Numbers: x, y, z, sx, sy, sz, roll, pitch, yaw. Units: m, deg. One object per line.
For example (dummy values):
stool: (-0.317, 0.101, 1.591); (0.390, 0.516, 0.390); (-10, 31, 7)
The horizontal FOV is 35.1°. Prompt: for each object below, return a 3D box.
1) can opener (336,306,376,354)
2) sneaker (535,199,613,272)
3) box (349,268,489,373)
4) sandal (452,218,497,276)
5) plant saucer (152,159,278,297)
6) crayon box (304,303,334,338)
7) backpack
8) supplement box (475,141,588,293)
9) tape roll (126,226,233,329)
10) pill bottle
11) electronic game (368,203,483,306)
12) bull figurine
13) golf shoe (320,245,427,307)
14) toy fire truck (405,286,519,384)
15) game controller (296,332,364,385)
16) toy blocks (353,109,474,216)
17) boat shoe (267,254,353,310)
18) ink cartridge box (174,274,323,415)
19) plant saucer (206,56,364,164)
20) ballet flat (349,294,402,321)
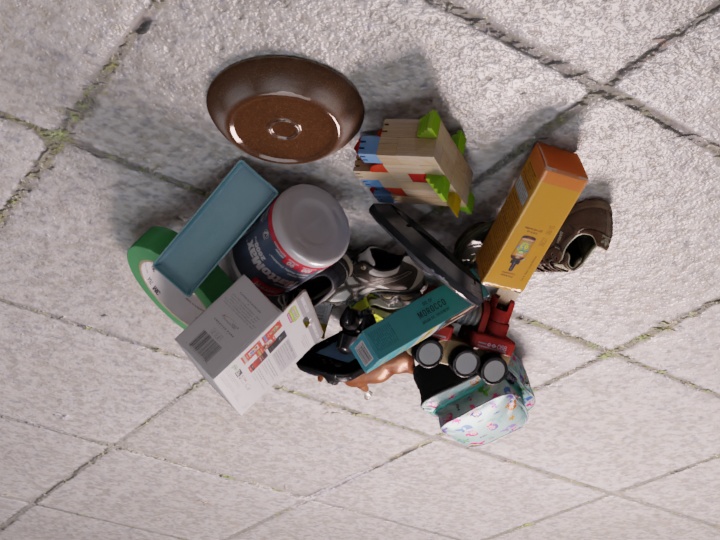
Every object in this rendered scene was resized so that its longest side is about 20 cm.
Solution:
can opener: (0.000, 0.084, 1.713); (0.063, 0.079, 0.200); (9, 170, -3)
sneaker: (0.276, -0.029, 1.617); (0.070, 0.076, 0.200); (21, 144, -26)
box: (0.085, 0.072, 1.643); (0.200, 0.049, 0.082); (-29, 170, -21)
sandal: (0.168, -0.038, 1.639); (0.080, 0.058, 0.201); (6, 161, -14)
plant saucer: (-0.198, -0.057, 1.559); (0.070, 0.019, 0.200); (41, 104, -3)
crayon box: (-0.146, 0.049, 1.816); (0.199, 0.051, 0.127); (7, 149, -7)
backpack: (0.207, 0.213, 1.963); (0.177, 0.151, 0.200); (-28, 148, 16)
supplement box: (0.222, -0.066, 1.505); (0.066, 0.069, 0.200); (14, 124, -18)
tape roll: (-0.257, 0.025, 1.689); (0.200, 0.048, 0.201); (33, 152, 20)
pill bottle: (-0.115, -0.031, 1.607); (0.119, 0.120, 0.200); (21, 150, -27)
electronic game: (0.090, -0.022, 1.544); (0.042, 0.200, 0.200); (-49, 132, 7)
bull figurine: (0.019, 0.172, 1.994); (0.199, 0.065, 0.121); (-14, 148, 28)
golf shoe: (0.000, 0.000, 1.716); (0.199, 0.078, 0.095); (-1, 126, 14)
toy fire truck: (0.174, 0.062, 1.771); (0.176, 0.201, 0.129); (16, -171, -18)
game controller: (-0.020, 0.133, 1.838); (0.104, 0.200, 0.042); (24, 113, 23)
toy blocks: (0.056, -0.137, 1.456); (0.136, 0.100, 0.200); (5, 161, 23)
boat shoe: (-0.100, 0.033, 1.692); (0.200, 0.063, 0.073); (-28, 107, 32)
ink cartridge box: (-0.151, 0.095, 1.612); (0.084, 0.176, 0.200); (43, 167, 19)
plant saucer: (-0.095, -0.189, 1.426); (0.200, 0.037, 0.201); (2, 150, 1)
ballet flat: (0.077, 0.082, 1.845); (0.199, 0.067, 0.067); (17, 127, -19)
